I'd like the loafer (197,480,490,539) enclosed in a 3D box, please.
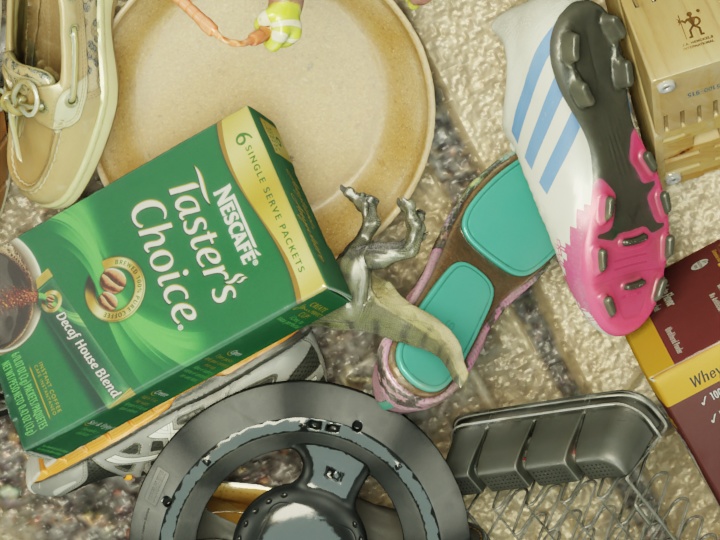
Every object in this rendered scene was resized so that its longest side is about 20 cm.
[{"bbox_3d":[-0.019,0.163,1.290,0.200,0.073,0.072,-2,119,7],"label":"loafer"}]

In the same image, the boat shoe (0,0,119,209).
[{"bbox_3d":[-0.174,-0.132,1.177,0.063,0.073,0.200,-5,108,-46],"label":"boat shoe"}]

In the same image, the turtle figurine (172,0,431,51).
[{"bbox_3d":[-0.033,-0.202,1.151,0.161,0.200,0.064,5,145,-30],"label":"turtle figurine"}]

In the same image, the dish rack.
[{"bbox_3d":[0.150,0.166,1.296,0.153,0.055,0.200,-12,125,43],"label":"dish rack"}]

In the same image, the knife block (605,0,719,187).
[{"bbox_3d":[0.172,-0.166,1.219,0.064,0.176,0.200,-16,155,3],"label":"knife block"}]

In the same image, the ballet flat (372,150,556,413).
[{"bbox_3d":[0.063,0.002,1.245,0.069,0.071,0.200,40,65,-10],"label":"ballet flat"}]

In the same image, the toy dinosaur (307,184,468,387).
[{"bbox_3d":[0.000,0.000,1.194,0.047,0.200,0.088,29,81,-51],"label":"toy dinosaur"}]

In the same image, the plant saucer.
[{"bbox_3d":[-0.057,-0.094,1.233,0.200,0.035,0.200,-1,110,-3],"label":"plant saucer"}]

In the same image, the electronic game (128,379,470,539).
[{"bbox_3d":[-0.035,0.163,1.243,0.200,0.042,0.200,0,97,-2],"label":"electronic game"}]

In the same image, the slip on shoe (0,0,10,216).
[{"bbox_3d":[-0.246,-0.088,1.213,0.061,0.076,0.200,21,122,31],"label":"slip on shoe"}]

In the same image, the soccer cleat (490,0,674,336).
[{"bbox_3d":[0.124,-0.062,1.216,0.070,0.086,0.200,-22,110,-32],"label":"soccer cleat"}]

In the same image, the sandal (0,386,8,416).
[{"bbox_3d":[-0.193,0.046,1.253,0.200,0.045,0.075,-23,70,6],"label":"sandal"}]

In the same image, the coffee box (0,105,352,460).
[{"bbox_3d":[-0.117,0.007,1.188,0.200,0.044,0.123,-27,70,13],"label":"coffee box"}]

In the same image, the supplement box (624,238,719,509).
[{"bbox_3d":[0.287,0.072,1.263,0.197,0.133,0.200,-29,109,7],"label":"supplement box"}]

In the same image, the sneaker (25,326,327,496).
[{"bbox_3d":[-0.109,0.088,1.275,0.200,0.078,0.077,-28,117,7],"label":"sneaker"}]
